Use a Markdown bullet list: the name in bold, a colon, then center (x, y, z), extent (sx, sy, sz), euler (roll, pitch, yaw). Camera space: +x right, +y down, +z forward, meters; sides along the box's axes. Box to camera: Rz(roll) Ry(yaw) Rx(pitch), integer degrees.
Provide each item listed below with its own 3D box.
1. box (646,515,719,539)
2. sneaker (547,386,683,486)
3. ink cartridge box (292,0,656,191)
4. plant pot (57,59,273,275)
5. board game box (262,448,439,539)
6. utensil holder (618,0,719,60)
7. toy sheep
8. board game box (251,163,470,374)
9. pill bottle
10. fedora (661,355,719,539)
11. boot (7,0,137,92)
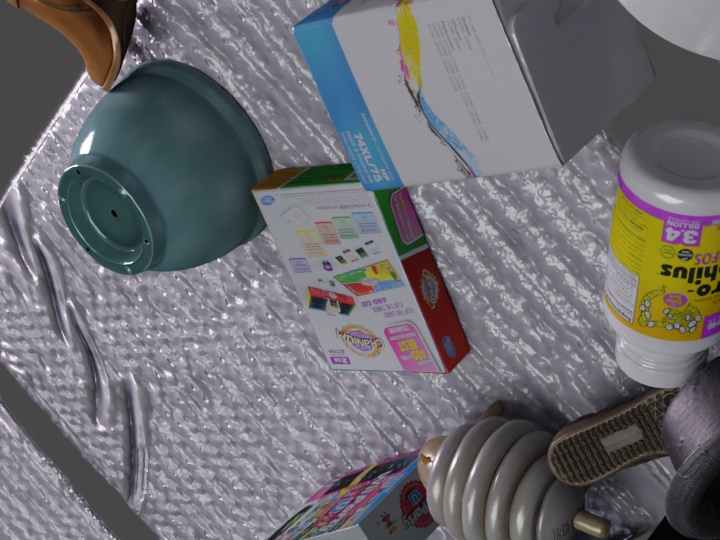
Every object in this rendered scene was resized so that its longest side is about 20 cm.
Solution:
- **box**: center (0.344, 0.305, 1.541), extent (0.141, 0.079, 0.201), euler (-8, 115, 43)
- **sneaker**: center (0.252, 0.122, 1.492), extent (0.199, 0.076, 0.071), euler (-18, 99, 26)
- **ink cartridge box**: center (0.086, -0.163, 1.341), extent (0.199, 0.147, 0.147), euler (-4, 117, 45)
- **plant pot**: center (-0.199, -0.078, 1.686), extent (0.200, 0.134, 0.201), euler (25, 136, 26)
- **board game box**: center (-0.001, 0.249, 1.759), extent (0.200, 0.147, 0.064), euler (-24, 101, 49)
- **utensil holder**: center (0.252, -0.254, 1.102), extent (0.170, 0.170, 0.200), euler (38, 143, 13)
- **toy sheep**: center (0.136, 0.194, 1.598), extent (0.199, 0.138, 0.138), euler (14, 130, 35)
- **board game box**: center (0.000, 0.000, 1.638), extent (0.153, 0.040, 0.201), euler (-1, 121, 43)
- **pill bottle**: center (0.240, -0.008, 1.359), extent (0.104, 0.104, 0.201), euler (25, 136, 26)
- **fedora**: center (0.303, 0.114, 1.365), extent (0.092, 0.200, 0.201), euler (57, 151, 37)
- **boot**: center (-0.284, -0.242, 1.612), extent (0.154, 0.077, 0.200), euler (11, 156, -1)
